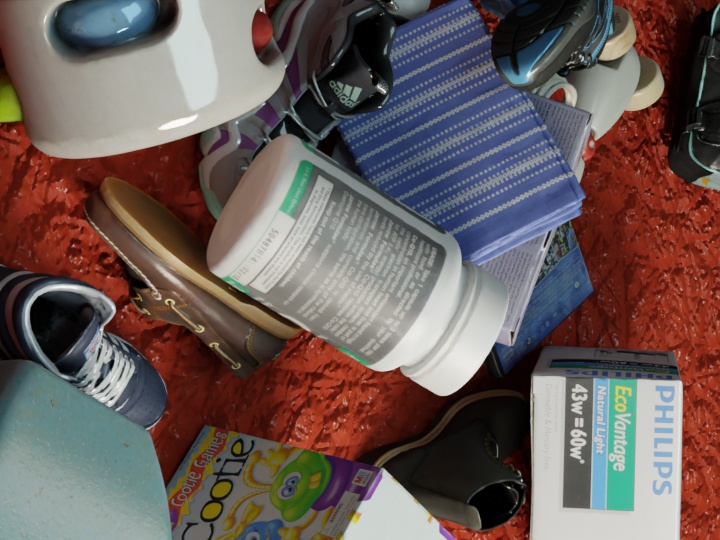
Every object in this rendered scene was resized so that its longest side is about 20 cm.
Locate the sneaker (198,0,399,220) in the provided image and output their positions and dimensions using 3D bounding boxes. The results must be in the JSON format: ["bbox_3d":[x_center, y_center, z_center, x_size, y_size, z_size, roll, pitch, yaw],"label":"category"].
[{"bbox_3d":[-0.033,-0.122,1.389,0.078,0.139,0.202,35,70,-39],"label":"sneaker"}]

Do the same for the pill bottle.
[{"bbox_3d":[0.000,0.000,1.345,0.199,0.113,0.114,32,71,-15],"label":"pill bottle"}]

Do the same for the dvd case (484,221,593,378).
[{"bbox_3d":[0.129,-0.028,1.636,0.142,0.017,0.201,-39,120,-33],"label":"dvd case"}]

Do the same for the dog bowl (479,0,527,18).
[{"bbox_3d":[0.130,-0.278,1.535,0.200,0.049,0.112,76,34,-61],"label":"dog bowl"}]

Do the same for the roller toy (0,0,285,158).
[{"bbox_3d":[-0.147,-0.166,1.249,0.199,0.181,0.141,-28,111,-38],"label":"roller toy"}]

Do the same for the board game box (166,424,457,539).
[{"bbox_3d":[-0.048,0.194,1.364,0.103,0.199,0.105,47,64,-35],"label":"board game box"}]

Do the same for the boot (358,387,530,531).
[{"bbox_3d":[0.108,0.162,1.553,0.199,0.138,0.078,-29,113,-38],"label":"boot"}]

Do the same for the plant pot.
[{"bbox_3d":[-0.236,0.169,1.202,0.195,0.195,0.202,35,61,-39],"label":"plant pot"}]

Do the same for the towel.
[{"bbox_3d":[0.067,-0.099,1.450,0.144,0.024,0.201,-27,71,-2],"label":"towel"}]

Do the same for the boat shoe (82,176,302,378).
[{"bbox_3d":[-0.130,0.012,1.362,0.070,0.071,0.200,-40,123,15],"label":"boat shoe"}]

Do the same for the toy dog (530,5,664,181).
[{"bbox_3d":[0.174,-0.140,1.614,0.200,0.096,0.133,-40,127,-37],"label":"toy dog"}]

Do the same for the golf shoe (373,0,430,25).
[{"bbox_3d":[0.046,-0.291,1.483,0.077,0.094,0.202,-10,102,-43],"label":"golf shoe"}]

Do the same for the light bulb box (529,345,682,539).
[{"bbox_3d":[0.205,0.173,1.592,0.200,0.123,0.201,-22,114,-81],"label":"light bulb box"}]

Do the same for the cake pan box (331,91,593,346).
[{"bbox_3d":[0.065,-0.058,1.470,0.052,0.182,0.202,71,38,-71],"label":"cake pan box"}]

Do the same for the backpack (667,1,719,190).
[{"bbox_3d":[0.394,-0.148,1.756,0.198,0.153,0.178,11,83,1],"label":"backpack"}]

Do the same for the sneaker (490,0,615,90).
[{"bbox_3d":[0.162,-0.183,1.473,0.200,0.073,0.083,-54,131,-49],"label":"sneaker"}]

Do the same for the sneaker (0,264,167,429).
[{"bbox_3d":[-0.184,0.061,1.287,0.200,0.108,0.071,39,69,-39],"label":"sneaker"}]
